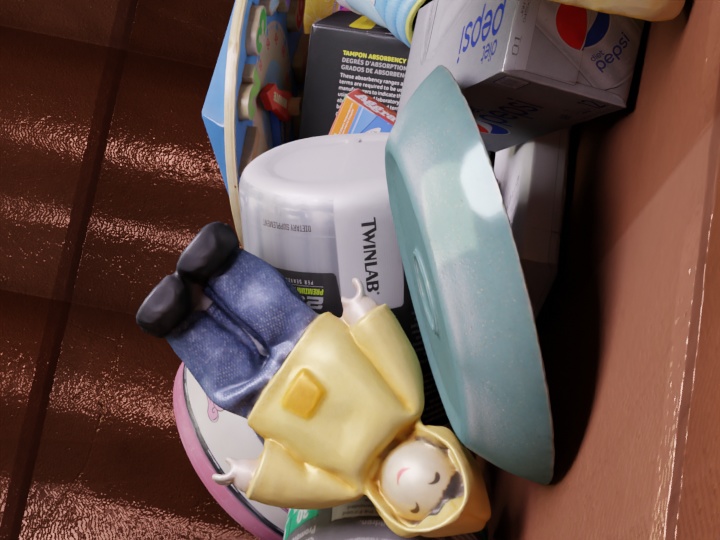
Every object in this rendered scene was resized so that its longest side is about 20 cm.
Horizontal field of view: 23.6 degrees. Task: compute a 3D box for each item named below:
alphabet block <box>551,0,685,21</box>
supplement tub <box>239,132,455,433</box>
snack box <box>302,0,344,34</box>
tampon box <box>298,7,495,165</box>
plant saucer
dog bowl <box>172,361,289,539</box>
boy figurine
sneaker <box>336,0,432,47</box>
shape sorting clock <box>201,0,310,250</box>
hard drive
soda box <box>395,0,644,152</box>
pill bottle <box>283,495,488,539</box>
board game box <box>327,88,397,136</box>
[{"bbox_3d":[0.058,-0.245,0.709,0.196,0.195,0.201,-80,3,-58],"label":"alphabet block"},{"bbox_3d":[0.000,0.033,0.961,0.123,0.121,0.202,-87,-8,-71],"label":"supplement tub"},{"bbox_3d":[0.017,-0.169,1.254,0.053,0.199,0.143,34,117,53],"label":"snack box"},{"bbox_3d":[0.025,-0.064,1.145,0.150,0.125,0.202,-61,-21,-76],"label":"tampon box"},{"bbox_3d":[0.045,0.006,0.806,0.200,0.036,0.202,165,90,-87],"label":"plant saucer"},{"bbox_3d":[-0.045,0.106,1.180,0.074,0.200,0.201,-38,22,24],"label":"dog bowl"},{"bbox_3d":[-0.021,0.070,0.863,0.124,0.200,0.064,-48,-11,-2],"label":"boy figurine"},{"bbox_3d":[0.085,-0.203,1.038,0.131,0.200,0.080,50,180,44],"label":"sneaker"},{"bbox_3d":[-0.056,-0.106,1.104,0.200,0.039,0.202,7,-90,-78],"label":"shape sorting clock"},{"bbox_3d":[0.095,-0.059,0.971,0.132,0.026,0.201,105,175,-60],"label":"hard drive"},{"bbox_3d":[0.075,-0.108,0.853,0.200,0.063,0.069,174,109,-77],"label":"soda box"},{"bbox_3d":[0.006,0.206,0.870,0.201,0.112,0.114,-82,4,-46],"label":"pill bottle"},{"bbox_3d":[0.000,0.000,1.046,0.019,0.103,0.201,-38,-23,-55],"label":"board game box"}]
